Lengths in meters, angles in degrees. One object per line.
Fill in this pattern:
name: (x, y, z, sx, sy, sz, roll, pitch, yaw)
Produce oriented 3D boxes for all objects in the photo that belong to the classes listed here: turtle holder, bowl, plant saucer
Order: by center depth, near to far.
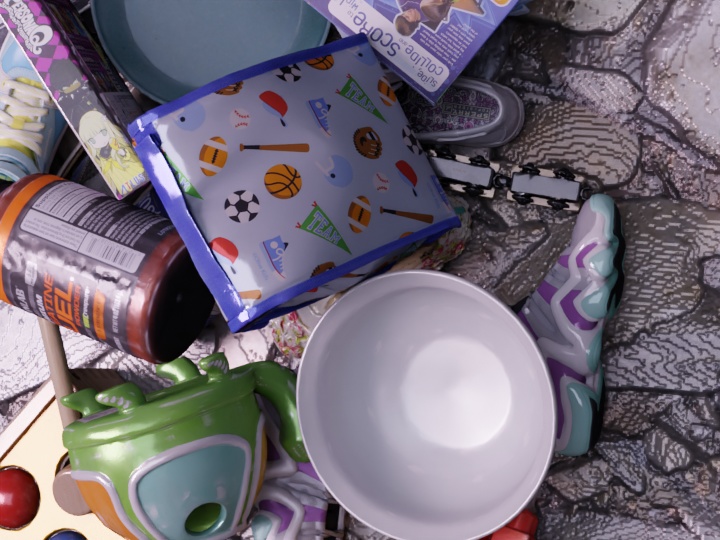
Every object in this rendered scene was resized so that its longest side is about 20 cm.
bowl: (0.060, 0.094, 1.199, 0.200, 0.090, 0.202, 3, 98, 23)
turtle holder: (-0.126, 0.133, 1.218, 0.141, 0.185, 0.132, -16, 92, 43)
plant saucer: (-0.121, -0.224, 1.342, 0.199, 0.036, 0.201, 0, 86, -5)

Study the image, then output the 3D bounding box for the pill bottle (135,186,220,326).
pill bottle: (-0.124, -0.033, 1.319, 0.200, 0.112, 0.112, -44, 75, 11)

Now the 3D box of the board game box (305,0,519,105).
board game box: (0.019, -0.237, 1.204, 0.200, 0.034, 0.135, 39, 115, -5)

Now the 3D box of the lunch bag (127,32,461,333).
lunch bag: (-0.057, -0.058, 1.174, 0.124, 0.200, 0.171, -35, 83, 47)

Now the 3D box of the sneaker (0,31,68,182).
sneaker: (-0.280, -0.112, 1.344, 0.079, 0.131, 0.201, 15, 111, -7)

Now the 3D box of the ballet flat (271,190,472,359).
ballet flat: (0.000, 0.000, 1.301, 0.200, 0.064, 0.076, -38, 77, 13)

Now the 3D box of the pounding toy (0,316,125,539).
pounding toy: (-0.228, 0.163, 1.326, 0.184, 0.142, 0.200, 45, 100, 15)

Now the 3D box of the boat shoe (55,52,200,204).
boat shoe: (-0.199, -0.101, 1.374, 0.072, 0.060, 0.202, 40, 99, 16)

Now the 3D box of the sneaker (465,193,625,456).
sneaker: (0.124, 0.034, 1.251, 0.139, 0.078, 0.201, 9, 89, 18)

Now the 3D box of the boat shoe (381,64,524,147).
boat shoe: (0.028, -0.130, 1.296, 0.199, 0.068, 0.072, 13, 91, 18)

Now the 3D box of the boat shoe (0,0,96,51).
boat shoe: (-0.240, -0.233, 1.395, 0.199, 0.072, 0.068, -28, 113, 1)

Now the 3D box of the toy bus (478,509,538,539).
toy bus: (0.075, 0.261, 1.199, 0.135, 0.200, 0.193, 20, 86, 16)

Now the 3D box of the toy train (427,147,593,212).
toy train: (0.083, -0.074, 1.277, 0.199, 0.046, 0.034, 10, 86, 10)

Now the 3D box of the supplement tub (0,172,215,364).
supplement tub: (-0.213, -0.009, 1.234, 0.199, 0.107, 0.108, 20, 93, 21)

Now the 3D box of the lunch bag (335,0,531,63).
lunch bag: (0.041, -0.277, 1.272, 0.169, 0.127, 0.201, -18, 88, 18)

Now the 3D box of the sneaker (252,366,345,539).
sneaker: (-0.019, 0.163, 1.284, 0.139, 0.078, 0.201, -23, 81, 16)

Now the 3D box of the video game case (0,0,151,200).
video game case: (-0.209, -0.143, 1.238, 0.036, 0.200, 0.182, -32, 97, 1)
